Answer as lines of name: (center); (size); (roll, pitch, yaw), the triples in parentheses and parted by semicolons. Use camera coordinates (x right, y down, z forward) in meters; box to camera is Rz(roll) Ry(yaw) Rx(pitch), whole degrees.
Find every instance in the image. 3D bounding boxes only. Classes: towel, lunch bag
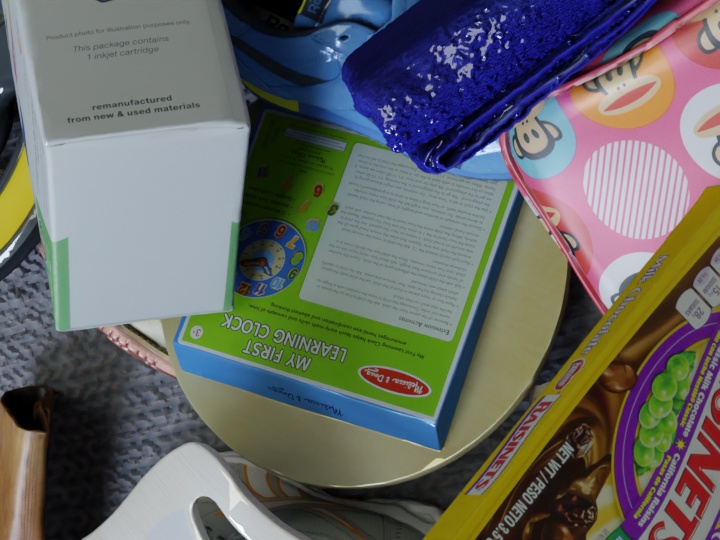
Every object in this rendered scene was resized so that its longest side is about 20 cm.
towel: (0.085, -0.114, 0.826); (0.200, 0.148, 0.050); (-36, 100, 5)
lunch bag: (0.173, -0.041, 0.831); (0.200, 0.082, 0.176); (-28, 103, 33)

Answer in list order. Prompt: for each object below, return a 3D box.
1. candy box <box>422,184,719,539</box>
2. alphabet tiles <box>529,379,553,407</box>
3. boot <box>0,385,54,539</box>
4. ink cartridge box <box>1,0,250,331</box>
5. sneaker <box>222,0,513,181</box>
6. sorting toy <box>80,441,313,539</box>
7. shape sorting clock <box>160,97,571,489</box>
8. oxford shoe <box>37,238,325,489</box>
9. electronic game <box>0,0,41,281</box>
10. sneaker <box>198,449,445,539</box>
candy box: (0.108, 0.072, 0.773); (0.102, 0.200, 0.026); (48, 158, -16)
alphabet tiles: (0.080, 0.128, 0.872); (0.006, 0.200, 0.167); (1, 84, -3)
boot: (-0.163, 0.173, 1.062); (0.068, 0.188, 0.201); (7, 103, -7)
ink cartridge box: (-0.110, -0.097, 0.937); (0.145, 0.087, 0.200); (100, 161, -57)
sneaker: (0.018, -0.094, 0.926); (0.200, 0.078, 0.066); (18, 70, 21)
sorting toy: (-0.057, 0.169, 0.924); (0.200, 0.107, 0.180); (29, 116, 2)
shape sorting clock: (0.000, 0.000, 0.965); (0.199, 0.039, 0.201); (-7, 71, 19)
oxford shoe: (-0.073, 0.024, 1.036); (0.200, 0.071, 0.074); (36, 92, 22)
electronic game: (-0.213, -0.082, 1.094); (0.200, 0.042, 0.201); (-7, 78, 37)
sneaker: (-0.047, 0.133, 1.008); (0.200, 0.092, 0.076); (4, 98, 33)
